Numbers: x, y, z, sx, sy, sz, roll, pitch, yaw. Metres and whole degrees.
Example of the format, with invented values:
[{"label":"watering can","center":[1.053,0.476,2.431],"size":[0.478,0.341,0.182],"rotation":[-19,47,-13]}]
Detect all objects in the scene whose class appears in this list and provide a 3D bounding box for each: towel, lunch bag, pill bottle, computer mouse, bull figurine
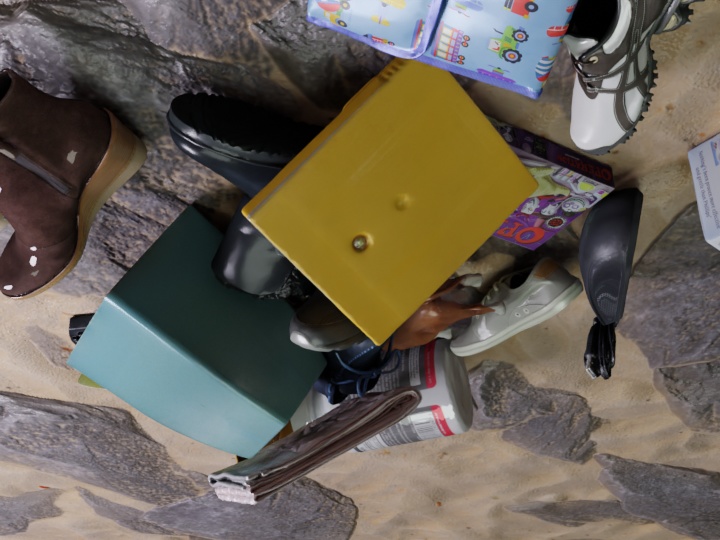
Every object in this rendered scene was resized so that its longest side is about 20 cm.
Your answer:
[{"label":"towel","center":[-0.050,0.171,1.125],"size":[0.191,0.032,0.200],"rotation":[-27,179,-20]},{"label":"lunch bag","center":[0.052,-0.221,0.789],"size":[0.199,0.094,0.151],"rotation":[13,148,0]},{"label":"pill bottle","center":[0.022,0.150,1.319],"size":[0.199,0.111,0.111],"rotation":[-13,146,16]},{"label":"computer mouse","center":[0.237,0.000,1.109],"size":[0.053,0.139,0.200],"rotation":[10,140,13]},{"label":"bull figurine","center":[0.056,0.046,1.177],"size":[0.121,0.065,0.200],"rotation":[-9,173,-27]}]

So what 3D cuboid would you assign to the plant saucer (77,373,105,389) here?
[{"label":"plant saucer","center":[-0.203,0.104,1.226],"size":[0.199,0.031,0.200],"rotation":[0,180,0]}]

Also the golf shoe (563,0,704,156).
[{"label":"golf shoe","center":[0.181,-0.168,0.859],"size":[0.094,0.078,0.200],"rotation":[-8,140,-20]}]

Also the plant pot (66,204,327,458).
[{"label":"plant pot","center":[-0.144,0.074,1.089],"size":[0.200,0.141,0.141],"rotation":[38,138,-4]}]

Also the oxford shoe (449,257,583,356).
[{"label":"oxford shoe","center":[0.156,0.038,1.209],"size":[0.058,0.075,0.200],"rotation":[51,143,-1]}]

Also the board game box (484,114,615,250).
[{"label":"board game box","center":[0.119,-0.084,1.042],"size":[0.199,0.032,0.120],"rotation":[17,147,-27]}]

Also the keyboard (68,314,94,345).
[{"label":"keyboard","center":[-0.226,0.070,1.248],"size":[0.199,0.040,0.104],"rotation":[-7,148,6]}]

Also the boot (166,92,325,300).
[{"label":"boot","center":[-0.097,-0.054,0.990],"size":[0.199,0.077,0.168],"rotation":[11,126,-30]}]

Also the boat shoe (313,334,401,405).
[{"label":"boat shoe","center":[0.000,0.088,1.136],"size":[0.084,0.069,0.200],"rotation":[-29,174,-18]}]

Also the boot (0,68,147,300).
[{"label":"boot","center":[-0.290,-0.068,0.949],"size":[0.200,0.072,0.166],"rotation":[-48,147,13]}]

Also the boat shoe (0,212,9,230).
[{"label":"boat shoe","center":[-0.344,-0.067,1.007],"size":[0.072,0.076,0.200],"rotation":[3,154,-21]}]

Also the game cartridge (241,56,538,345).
[{"label":"game cartridge","center":[0.029,-0.061,0.947],"size":[0.200,0.032,0.176],"rotation":[-45,120,-1]}]

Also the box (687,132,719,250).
[{"label":"box","center":[0.428,-0.074,1.001],"size":[0.184,0.105,0.200],"rotation":[26,139,-36]}]

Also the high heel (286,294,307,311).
[{"label":"high heel","center":[-0.043,0.030,1.162],"size":[0.142,0.072,0.200],"rotation":[-10,138,23]}]

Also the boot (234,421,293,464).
[{"label":"boot","center":[-0.108,0.200,1.358],"size":[0.071,0.145,0.201],"rotation":[-11,146,15]}]

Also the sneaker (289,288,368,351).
[{"label":"sneaker","center":[0.000,0.000,1.042],"size":[0.075,0.200,0.080],"rotation":[17,129,30]}]
